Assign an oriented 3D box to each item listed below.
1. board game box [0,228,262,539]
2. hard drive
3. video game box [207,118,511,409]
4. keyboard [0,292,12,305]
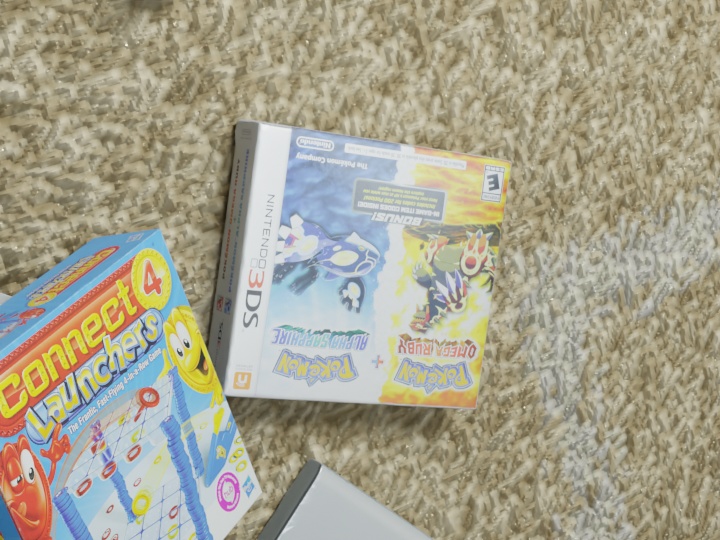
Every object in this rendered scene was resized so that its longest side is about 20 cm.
[{"bbox_3d":[-0.157,0.105,0.811,0.200,0.056,0.196,-47,124,-52],"label":"board game box"},{"bbox_3d":[0.005,0.242,0.990,0.200,0.027,0.132,38,79,-25],"label":"hard drive"},{"bbox_3d":[0.000,0.000,0.946,0.200,0.047,0.183,5,97,-27],"label":"video game box"},{"bbox_3d":[-0.278,0.008,0.762,0.200,0.056,0.011,23,123,-37],"label":"keyboard"}]
